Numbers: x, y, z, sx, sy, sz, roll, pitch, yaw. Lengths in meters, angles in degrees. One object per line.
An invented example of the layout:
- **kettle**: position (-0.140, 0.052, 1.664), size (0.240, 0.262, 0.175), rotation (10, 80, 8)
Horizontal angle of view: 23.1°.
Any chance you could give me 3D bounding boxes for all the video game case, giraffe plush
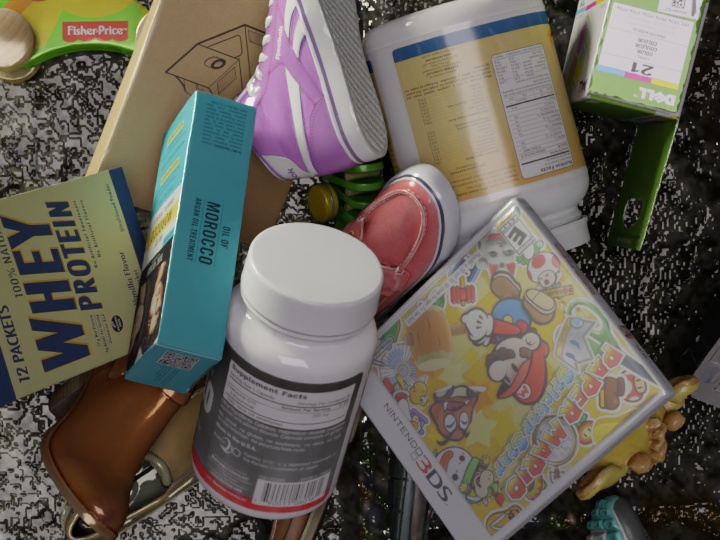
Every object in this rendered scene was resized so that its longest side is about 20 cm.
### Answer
- **video game case**: position (0.099, 0.080, 1.272), size (0.200, 0.023, 0.182), rotation (-45, 69, 22)
- **giraffe plush**: position (0.157, 0.109, 1.327), size (0.200, 0.162, 0.173), rotation (24, 80, -25)

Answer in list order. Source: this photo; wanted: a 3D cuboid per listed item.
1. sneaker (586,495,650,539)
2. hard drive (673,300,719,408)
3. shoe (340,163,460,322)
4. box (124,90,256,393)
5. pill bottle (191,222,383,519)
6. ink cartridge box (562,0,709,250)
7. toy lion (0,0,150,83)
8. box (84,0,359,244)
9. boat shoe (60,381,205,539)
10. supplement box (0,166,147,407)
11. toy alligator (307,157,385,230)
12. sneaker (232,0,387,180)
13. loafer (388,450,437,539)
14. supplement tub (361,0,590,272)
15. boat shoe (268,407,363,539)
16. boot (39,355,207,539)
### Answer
- **sneaker**: position (0.256, 0.260, 1.421), size (0.091, 0.078, 0.200), rotation (-31, 98, -17)
- **hard drive**: position (0.353, 0.035, 1.367), size (0.140, 0.038, 0.200), rotation (23, 118, -19)
- **shoe**: position (0.000, 0.000, 1.318), size (0.091, 0.200, 0.072), rotation (-30, 76, -35)
- **box**: position (-0.122, -0.021, 1.260), size (0.049, 0.082, 0.200), rotation (15, 64, -19)
- **pill bottle**: position (-0.052, 0.072, 1.267), size (0.114, 0.114, 0.200), rotation (13, 125, -3)
- **ink cartridge box**: position (0.195, -0.123, 1.350), size (0.076, 0.148, 0.200), rotation (14, 92, -4)
- **toy lion**: position (-0.226, -0.246, 1.373), size (0.200, 0.069, 0.192), rotation (0, 85, -3)
- **box**: position (-0.106, -0.131, 1.352), size (0.163, 0.021, 0.200), rotation (18, 99, -33)
- **boat shoe**: position (-0.151, 0.148, 1.383), size (0.200, 0.076, 0.072), rotation (-44, 94, 0)
- **supplement box**: position (-0.285, 0.027, 1.272), size (0.200, 0.200, 0.134), rotation (-15, 95, 35)
- **toy alligator**: position (-0.004, -0.101, 1.367), size (0.059, 0.054, 0.200), rotation (-12, 111, -32)
- **sneaker**: position (-0.059, -0.166, 1.309), size (0.114, 0.073, 0.201), rotation (-14, 85, 27)
- **loafer**: position (0.058, 0.133, 1.398), size (0.063, 0.072, 0.200), rotation (3, 91, -9)
- **supplement tub**: position (0.092, -0.104, 1.348), size (0.144, 0.145, 0.200), rotation (-15, 94, -2)
- **boat shoe**: position (-0.050, 0.157, 1.397), size (0.068, 0.072, 0.200), rotation (20, 82, 1)
- **boot**: position (-0.160, 0.102, 1.323), size (0.155, 0.200, 0.074), rotation (-34, 123, 7)
